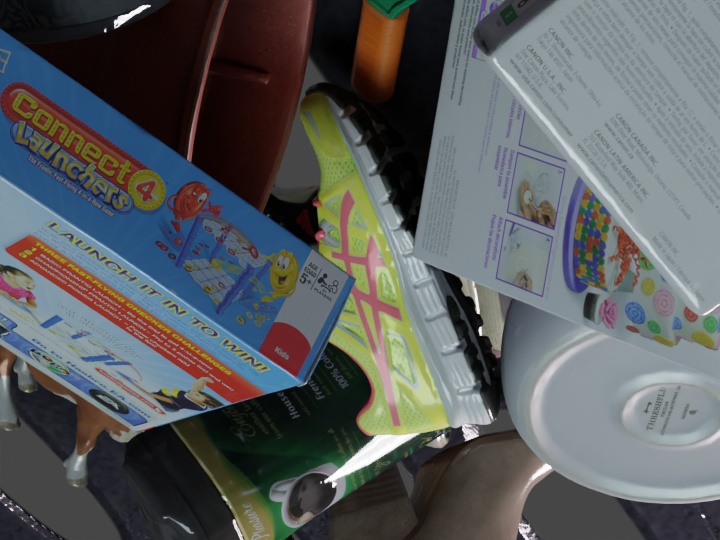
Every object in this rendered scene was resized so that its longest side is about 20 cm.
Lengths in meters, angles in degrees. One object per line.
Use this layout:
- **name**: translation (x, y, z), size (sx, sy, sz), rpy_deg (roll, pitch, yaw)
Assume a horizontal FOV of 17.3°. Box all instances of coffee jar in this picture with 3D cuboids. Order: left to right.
- **coffee jar**: translation (-0.036, 0.090, 1.333), size (0.200, 0.085, 0.104), rpy_deg (-34, 149, -12)

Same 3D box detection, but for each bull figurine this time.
- **bull figurine**: translation (-0.163, 0.062, 1.425), size (0.065, 0.200, 0.122), rpy_deg (-12, 129, -40)

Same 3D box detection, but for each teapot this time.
- **teapot**: translation (0.168, 0.018, 1.277), size (0.200, 0.146, 0.197), rpy_deg (-27, 130, 34)

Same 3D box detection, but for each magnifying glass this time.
- **magnifying glass**: translation (0.016, -0.147, 1.182), size (0.080, 0.022, 0.200), rpy_deg (40, 153, 15)

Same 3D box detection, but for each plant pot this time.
- **plant pot**: translation (-0.142, -0.113, 1.164), size (0.195, 0.201, 0.201), rpy_deg (15, 145, 10)

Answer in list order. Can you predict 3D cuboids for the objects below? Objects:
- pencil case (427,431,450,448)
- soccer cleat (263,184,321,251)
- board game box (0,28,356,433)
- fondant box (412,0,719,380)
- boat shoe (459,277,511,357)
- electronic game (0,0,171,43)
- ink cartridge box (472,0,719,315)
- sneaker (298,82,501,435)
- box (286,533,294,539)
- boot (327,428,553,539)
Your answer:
- **pencil case**: translation (-0.035, 0.065, 1.456), size (0.199, 0.078, 0.089), rpy_deg (3, 167, 14)
- **soccer cleat**: translation (-0.061, -0.017, 1.303), size (0.200, 0.068, 0.073), rpy_deg (-1, 157, -45)
- **board game box**: translation (-0.132, -0.011, 1.070), size (0.200, 0.056, 0.196), rpy_deg (35, 156, -18)
- **fondant box**: translation (0.124, -0.049, 1.136), size (0.200, 0.145, 0.058), rpy_deg (23, -160, 40)
- **boat shoe**: translation (0.077, -0.021, 1.321), size (0.065, 0.072, 0.200), rpy_deg (-6, 138, -1)
- **electronic game**: translation (-0.160, -0.176, 1.057), size (0.199, 0.200, 0.042), rpy_deg (13, 139, -2)
- **ink cartridge box**: translation (0.172, -0.099, 0.995), size (0.200, 0.050, 0.161), rpy_deg (-38, 113, 8)
- **sneaker**: translation (0.000, 0.000, 1.252), size (0.090, 0.078, 0.201), rpy_deg (-20, 93, 16)
- **box**: translation (-0.072, 0.179, 1.536), size (0.046, 0.200, 0.159), rpy_deg (-25, 144, -9)
- **boot**: translation (0.070, 0.179, 1.466), size (0.199, 0.147, 0.070), rpy_deg (-12, 168, -17)
